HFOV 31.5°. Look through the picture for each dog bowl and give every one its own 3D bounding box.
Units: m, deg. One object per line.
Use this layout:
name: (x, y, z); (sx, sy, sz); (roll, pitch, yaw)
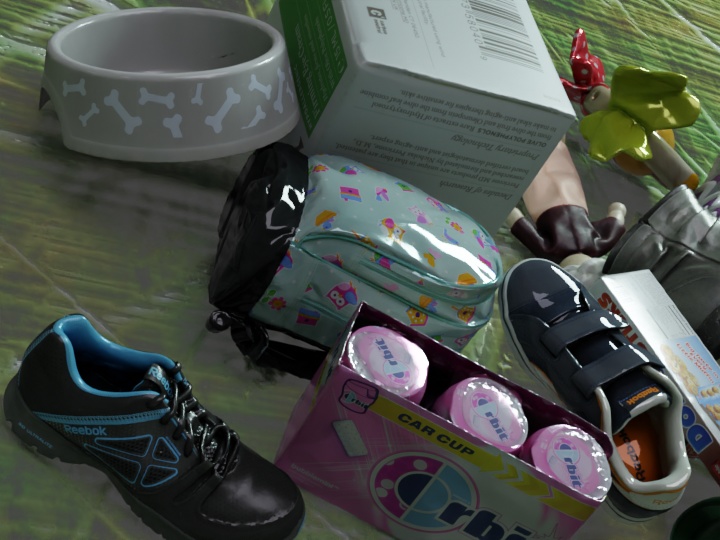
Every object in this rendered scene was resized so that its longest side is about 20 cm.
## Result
dog bowl: (-0.141, -0.144, 0.942); (0.196, 0.060, 0.201); (1, 27, 0)

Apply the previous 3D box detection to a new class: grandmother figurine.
grandmother figurine: (0.181, -0.044, 1.134); (0.119, 0.061, 0.202); (-7, 51, -3)

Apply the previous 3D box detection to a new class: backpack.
backpack: (0.000, 0.000, 0.908); (0.198, 0.127, 0.168); (25, 36, -15)

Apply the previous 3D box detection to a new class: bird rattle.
bird rattle: (0.253, -0.137, 1.248); (0.163, 0.113, 0.200); (43, 0, -23)

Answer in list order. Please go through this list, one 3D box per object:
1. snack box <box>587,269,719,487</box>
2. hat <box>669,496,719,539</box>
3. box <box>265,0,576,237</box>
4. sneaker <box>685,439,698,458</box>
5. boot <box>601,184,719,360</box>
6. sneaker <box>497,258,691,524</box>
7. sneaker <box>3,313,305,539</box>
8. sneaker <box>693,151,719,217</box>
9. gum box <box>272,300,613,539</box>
snack box: (0.249, 0.086, 0.959); (0.071, 0.024, 0.201); (-5, 55, -46)
hat: (0.346, 0.186, 0.909); (0.198, 0.177, 0.167); (-6, 52, -38)
box: (0.032, -0.148, 1.043); (0.197, 0.172, 0.201); (9, 44, -25)
sneaker: (0.233, 0.122, 0.980); (0.084, 0.075, 0.199); (40, 39, 14)
boot: (0.304, -0.028, 1.047); (0.199, 0.068, 0.131); (-35, 67, -12)
sneaker: (0.167, 0.072, 0.881); (0.078, 0.080, 0.202); (-24, 76, -20)
sneaker: (-0.116, 0.101, 0.760); (0.198, 0.082, 0.074); (29, 37, -8)
sneaker: (0.361, -0.086, 1.170); (0.077, 0.141, 0.200); (26, 7, -7)
gum box: (0.056, 0.121, 0.830); (0.198, 0.114, 0.067); (28, 39, -6)
